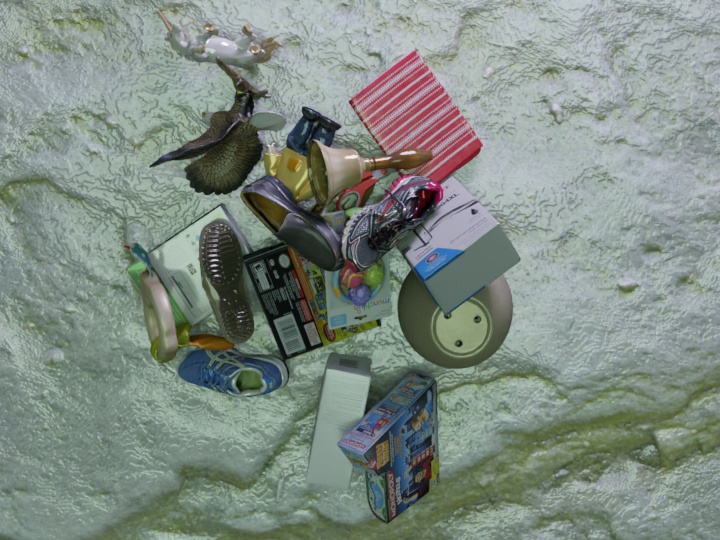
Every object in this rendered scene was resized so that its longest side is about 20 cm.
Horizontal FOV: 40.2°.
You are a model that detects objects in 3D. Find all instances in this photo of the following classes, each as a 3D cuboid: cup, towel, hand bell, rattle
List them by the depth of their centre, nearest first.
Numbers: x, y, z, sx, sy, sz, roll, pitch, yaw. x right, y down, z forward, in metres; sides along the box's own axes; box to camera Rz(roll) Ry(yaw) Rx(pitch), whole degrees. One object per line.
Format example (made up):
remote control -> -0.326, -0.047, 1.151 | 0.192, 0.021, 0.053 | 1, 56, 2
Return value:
hand bell -> 0.024, -0.169, 1.556 | 0.197, 0.104, 0.106 | -12, 100, -18
towel -> 0.092, -0.236, 1.605 | 0.144, 0.022, 0.201 | -38, 97, -5
cup -> 0.160, 0.076, 1.608 | 0.196, 0.143, 0.204 | 0, 100, 1
rattle -> -0.299, 0.040, 1.616 | 0.140, 0.130, 0.203 | -14, 73, -7

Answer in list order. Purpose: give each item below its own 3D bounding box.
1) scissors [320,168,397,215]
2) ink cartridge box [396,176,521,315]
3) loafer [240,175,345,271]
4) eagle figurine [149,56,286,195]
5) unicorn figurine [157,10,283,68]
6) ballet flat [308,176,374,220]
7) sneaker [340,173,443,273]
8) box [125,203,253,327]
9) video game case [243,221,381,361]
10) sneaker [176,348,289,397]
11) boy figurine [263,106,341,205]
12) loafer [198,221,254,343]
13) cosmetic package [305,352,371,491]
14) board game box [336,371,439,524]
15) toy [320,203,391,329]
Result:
scissors -> 0.025, -0.163, 1.605 | 0.199, 0.014, 0.074 | -37, 90, -14
ink cartridge box -> 0.140, -0.043, 1.547 | 0.145, 0.200, 0.085 | -37, 121, 2
loafer -> -0.108, -0.065, 1.534 | 0.199, 0.072, 0.073 | 39, 120, 15
eagle figurine -> -0.225, -0.214, 1.579 | 0.150, 0.151, 0.202 | 31, 88, -18
unicorn figurine -> -0.232, -0.357, 1.562 | 0.197, 0.137, 0.075 | 20, 84, -16
ballet flat -> -0.045, -0.099, 1.622 | 0.068, 0.063, 0.200 | 41, 98, -4
sneaker -> 0.046, -0.077, 1.527 | 0.200, 0.074, 0.081 | -49, 122, -19
box -> -0.275, 0.002, 1.659 | 0.198, 0.036, 0.146 | -32, 98, 5
video game case -> -0.077, 0.035, 1.631 | 0.178, 0.026, 0.203 | -19, 116, 0
sneaker -> -0.222, 0.170, 1.656 | 0.196, 0.077, 0.077 | 1, 101, 16
boy figurine -> -0.110, -0.166, 1.608 | 0.123, 0.064, 0.202 | 31, 100, 8
loafer -> -0.226, 0.022, 1.610 | 0.074, 0.068, 0.204 | -9, 85, -22
cosmetic package -> -0.036, 0.253, 1.658 | 0.080, 0.113, 0.204 | 10, 101, 0
board game box -> 0.048, 0.300, 1.625 | 0.061, 0.198, 0.204 | 13, 114, 39
toy -> 0.000, 0.000, 1.585 | 0.113, 0.047, 0.204 | -11, 112, -16
